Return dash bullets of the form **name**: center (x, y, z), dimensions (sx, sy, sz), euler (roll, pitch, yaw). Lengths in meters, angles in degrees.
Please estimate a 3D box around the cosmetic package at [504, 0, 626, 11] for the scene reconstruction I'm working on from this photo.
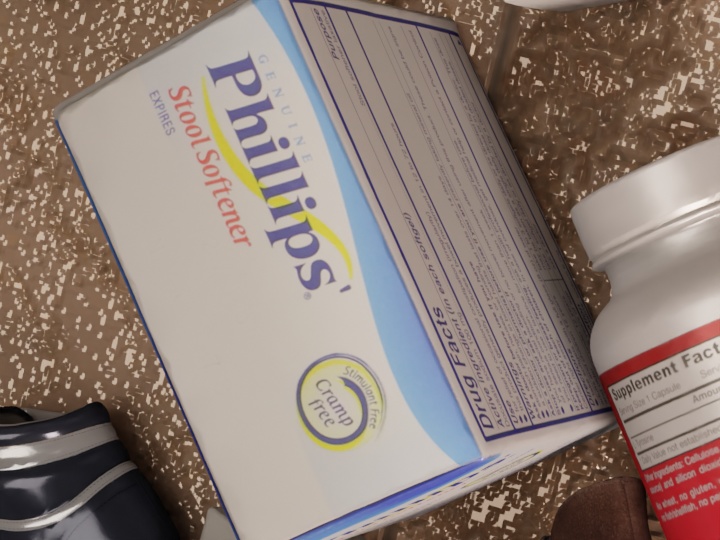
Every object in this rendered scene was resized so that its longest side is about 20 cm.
- **cosmetic package**: center (0.102, -0.207, 1.037), dimensions (0.108, 0.085, 0.200), euler (-9, 89, 24)

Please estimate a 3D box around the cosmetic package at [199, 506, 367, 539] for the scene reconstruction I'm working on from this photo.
- **cosmetic package**: center (0.000, 0.174, 1.038), dimensions (0.200, 0.074, 0.102), euler (29, 106, 54)

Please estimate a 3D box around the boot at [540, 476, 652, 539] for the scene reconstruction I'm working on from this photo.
- **boot**: center (0.094, 0.195, 1.055), dimensions (0.072, 0.200, 0.166), euler (0, 55, -16)

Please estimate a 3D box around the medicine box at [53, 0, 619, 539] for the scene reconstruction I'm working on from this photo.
- **medicine box**: center (0.000, 0.000, 1.019), dimensions (0.103, 0.200, 0.182), euler (-27, 82, 20)

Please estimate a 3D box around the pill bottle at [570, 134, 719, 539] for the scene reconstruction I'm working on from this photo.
- **pill bottle**: center (0.154, 0.052, 1.008), dimensions (0.112, 0.112, 0.200), euler (-25, 82, 20)

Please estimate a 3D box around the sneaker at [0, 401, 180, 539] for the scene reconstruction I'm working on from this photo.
- **sneaker**: center (-0.175, 0.127, 1.159), dimensions (0.200, 0.070, 0.109), euler (-26, 87, 13)
